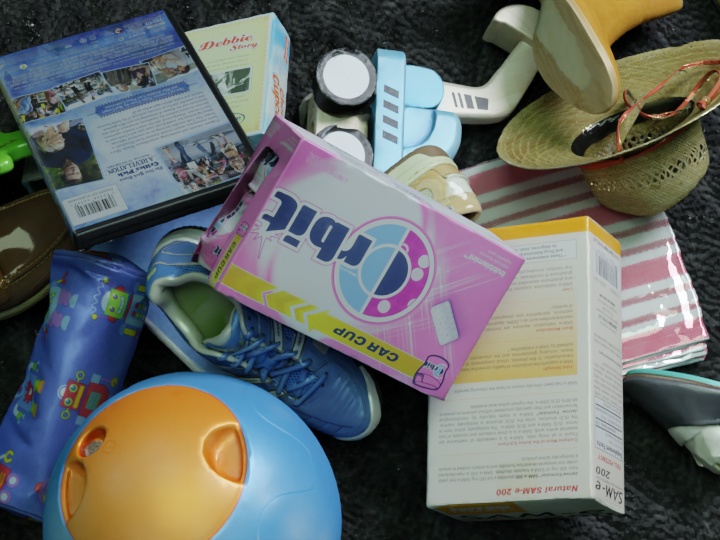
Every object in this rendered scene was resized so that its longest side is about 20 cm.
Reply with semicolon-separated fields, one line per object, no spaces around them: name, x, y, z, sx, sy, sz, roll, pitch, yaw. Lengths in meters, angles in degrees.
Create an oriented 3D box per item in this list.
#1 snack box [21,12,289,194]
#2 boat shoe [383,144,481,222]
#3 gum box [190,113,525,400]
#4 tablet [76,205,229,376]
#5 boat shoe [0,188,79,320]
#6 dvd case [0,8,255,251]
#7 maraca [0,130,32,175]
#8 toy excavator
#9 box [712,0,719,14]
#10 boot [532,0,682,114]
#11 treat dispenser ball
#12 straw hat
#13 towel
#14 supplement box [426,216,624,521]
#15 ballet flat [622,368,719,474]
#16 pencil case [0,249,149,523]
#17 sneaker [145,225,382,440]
snack box;-0.152;-0.120;1.338;0.198;0.037;0.117;-10;55;18
boat shoe;0.000;0.000;1.274;0.200;0.072;0.076;-42;62;12
gum box;-0.004;-0.009;1.193;0.199;0.066;0.114;27;97;-26
tablet;-0.101;0.009;1.331;0.200;0.014;0.130;44;77;0
boat shoe;-0.286;0.002;1.303;0.199;0.068;0.072;-31;70;8
dvd case;-0.166;-0.106;1.268;0.142;0.018;0.200;-18;50;-16
maraca;-0.317;-0.077;1.317;0.199;0.108;0.137;-4;25;33
toy excavator;0.052;-0.119;1.371;0.198;0.100;0.196;8;68;-12
box;0.348;-0.270;1.438;0.157;0.048;0.201;-22;71;-8
boot;0.192;-0.196;1.362;0.143;0.071;0.202;-7;45;-27
treat dispenser ball;-0.112;0.169;1.193;0.199;0.201;0.202;0;69;0
straw hat;0.208;-0.088;1.319;0.200;0.201;0.086;-30;113;-10
towel;0.166;-0.007;1.353;0.145;0.030;0.201;-15;68;-4
supplement box;0.118;0.072;1.267;0.125;0.073;0.202;-6;72;26
ballet flat;0.284;0.115;1.284;0.198;0.073;0.074;7;69;0
pencil case;-0.210;0.082;1.271;0.078;0.087;0.201;20;88;-33
sneaker;-0.072;0.055;1.237;0.200;0.077;0.076;37;110;-3
